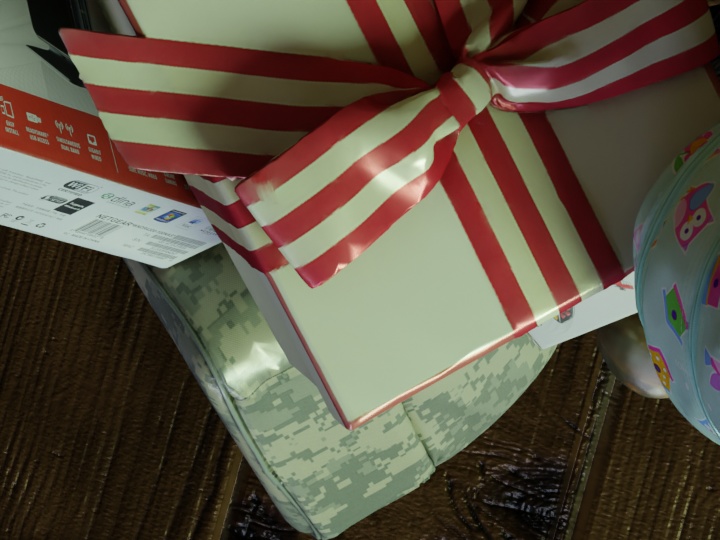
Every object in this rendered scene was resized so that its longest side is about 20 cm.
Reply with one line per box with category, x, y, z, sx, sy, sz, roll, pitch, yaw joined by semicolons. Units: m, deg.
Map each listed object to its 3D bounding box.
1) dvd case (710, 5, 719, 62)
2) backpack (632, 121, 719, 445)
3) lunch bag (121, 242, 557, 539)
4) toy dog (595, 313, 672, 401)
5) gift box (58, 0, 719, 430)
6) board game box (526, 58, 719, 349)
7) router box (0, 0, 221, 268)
dvd case;0.136;-0.067;1.266;0.018;0.143;0.200;38;177;-7
backpack;0.185;-0.008;0.820;0.167;0.200;0.127;55;179;-23
lunch bag;0.000;0.000;1.143;0.139;0.168;0.200;56;175;33
toy dog;0.193;0.017;1.089;0.200;0.140;0.194;-2;143;40
gift box;0.006;-0.070;0.908;0.200;0.184;0.187;57;175;-10
board game box;0.145;-0.045;0.999;0.035;0.126;0.200;47;147;-11
router box;-0.131;-0.106;0.985;0.049;0.180;0.200;-24;159;28
